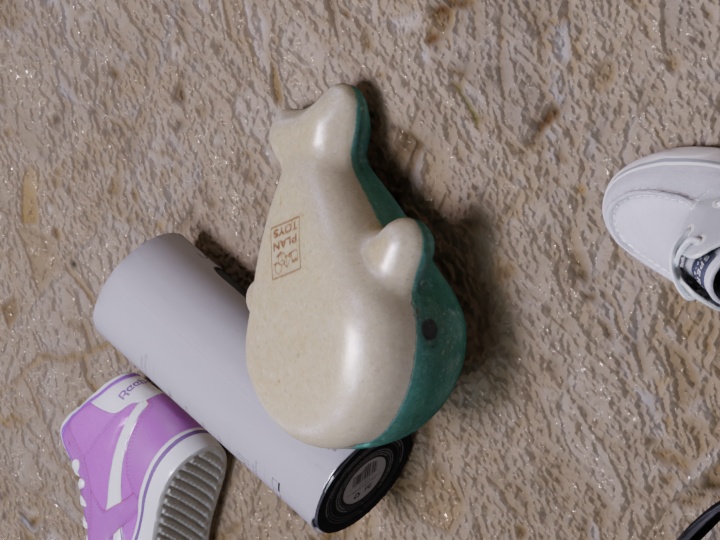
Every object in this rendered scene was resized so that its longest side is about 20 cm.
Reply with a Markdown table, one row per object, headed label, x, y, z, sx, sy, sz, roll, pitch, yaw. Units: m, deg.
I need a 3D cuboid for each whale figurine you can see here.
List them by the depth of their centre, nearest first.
| label | x | y | z | sx | sy | sz | roll | pitch | yaw |
| --- | --- | --- | --- | --- | --- | --- | --- | --- | --- |
| whale figurine | 0.000 | 0.000 | 1.659 | 0.159 | 0.104 | 0.200 | -25 | 68 | 51 |

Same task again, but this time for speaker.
| label | x | y | z | sx | sy | sz | roll | pitch | yaw |
| --- | --- | --- | --- | --- | --- | --- | --- | --- | --- |
| speaker | -0.067 | 0.065 | 1.758 | 0.200 | 0.081 | 0.081 | 40 | 135 | 26 |

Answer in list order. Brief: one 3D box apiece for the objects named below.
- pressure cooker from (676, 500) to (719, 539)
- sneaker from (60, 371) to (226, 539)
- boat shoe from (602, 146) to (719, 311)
| label | x | y | z | sx | sy | sz | roll | pitch | yaw |
| --- | --- | --- | --- | --- | --- | --- | --- | --- | --- |
| pressure cooker | 0.228 | 0.196 | 1.433 | 0.200 | 0.176 | 0.179 | 57 | -179 | 11 |
| sneaker | -0.154 | 0.154 | 1.916 | 0.114 | 0.073 | 0.201 | 40 | 125 | 30 |
| boat shoe | 0.190 | -0.006 | 1.455 | 0.200 | 0.068 | 0.072 | 24 | 127 | 37 |
